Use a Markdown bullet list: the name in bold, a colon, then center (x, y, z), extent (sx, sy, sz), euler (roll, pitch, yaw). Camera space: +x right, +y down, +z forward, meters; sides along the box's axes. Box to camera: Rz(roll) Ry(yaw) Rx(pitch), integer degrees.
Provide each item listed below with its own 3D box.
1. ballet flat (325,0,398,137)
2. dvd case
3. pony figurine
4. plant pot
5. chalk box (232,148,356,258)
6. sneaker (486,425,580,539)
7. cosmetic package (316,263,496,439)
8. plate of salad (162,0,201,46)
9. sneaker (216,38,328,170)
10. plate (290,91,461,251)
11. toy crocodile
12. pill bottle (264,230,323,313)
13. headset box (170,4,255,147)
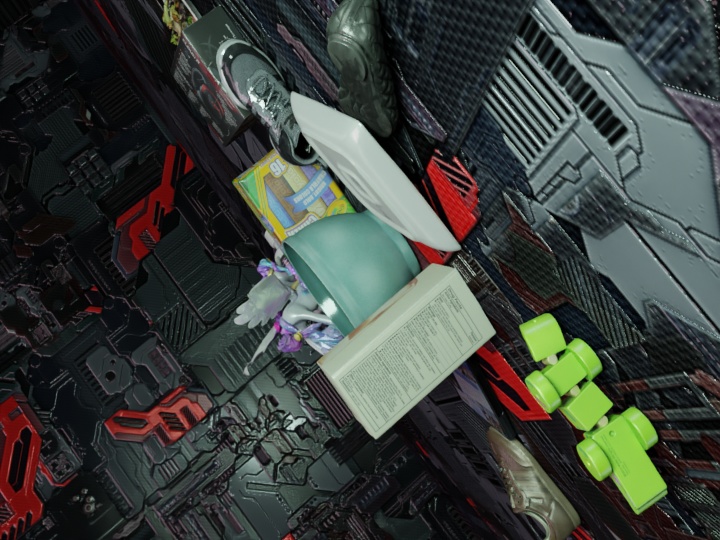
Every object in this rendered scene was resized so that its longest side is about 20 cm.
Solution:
- **ballet flat**: center (0.011, -0.177, 0.699), extent (0.065, 0.058, 0.200), euler (27, 170, 12)
- **dvd case**: center (0.165, 0.164, 1.199), extent (0.202, 0.017, 0.142), euler (60, 168, -28)
- **pony figurine**: center (-0.103, 0.068, 1.205), extent (0.196, 0.195, 0.169), euler (22, 137, 10)
- **plant pot**: center (0.000, 0.000, 1.063), extent (0.201, 0.133, 0.201), euler (50, 169, 13)
- **chalk box**: center (-0.093, -0.094, 1.202), extent (0.202, 0.123, 0.124), euler (55, 170, -12)
- **sneaker**: center (0.256, 0.339, 1.208), extent (0.201, 0.075, 0.071), euler (49, 170, 22)
- **cosmetic package**: center (0.055, 0.095, 0.945), extent (0.105, 0.198, 0.087), euler (55, 170, -15)
- **plate of salad**: center (-0.295, -0.405, 1.294), extent (0.201, 0.048, 0.201), euler (52, 170, 12)
- **sneaker**: center (-0.106, -0.214, 1.006), extent (0.201, 0.075, 0.113), euler (52, 171, -33)
- **plate**: center (0.007, -0.106, 0.863), extent (0.200, 0.032, 0.199), euler (46, 176, -33)
- **toy crocodile**: center (0.214, 0.132, 0.720), extent (0.202, 0.067, 0.062), euler (54, 176, 8)
- **pill bottle**: center (-0.105, -0.018, 1.558), extent (0.201, 0.111, 0.112), euler (50, 170, 11)
- **headset box**: center (-0.205, -0.287, 1.147), extent (0.150, 0.075, 0.199), euler (53, 162, -8)
